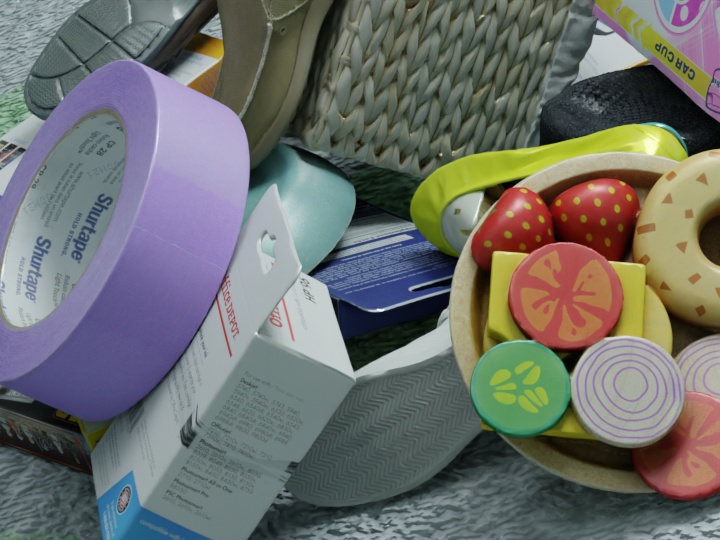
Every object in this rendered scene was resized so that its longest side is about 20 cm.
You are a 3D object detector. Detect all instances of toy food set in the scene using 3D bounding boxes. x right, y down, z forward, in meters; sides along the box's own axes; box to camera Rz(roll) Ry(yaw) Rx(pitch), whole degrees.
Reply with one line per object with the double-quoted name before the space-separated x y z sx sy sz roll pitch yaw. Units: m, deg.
"toy food set" 0.147 0.026 1.516 0.200 0.049 0.198 5 69 -1

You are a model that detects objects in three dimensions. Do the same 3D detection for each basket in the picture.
"basket" 0.040 -0.175 1.825 0.161 0.200 0.198 13 18 -24

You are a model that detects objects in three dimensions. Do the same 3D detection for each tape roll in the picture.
"tape roll" -0.146 -0.017 1.637 0.200 0.066 0.200 -40 35 37

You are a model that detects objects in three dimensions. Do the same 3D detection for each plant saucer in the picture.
"plant saucer" -0.102 -0.028 1.759 0.200 0.036 0.200 -18 29 10

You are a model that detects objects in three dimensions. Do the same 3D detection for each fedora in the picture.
"fedora" 0.171 -0.067 1.709 0.200 0.092 0.201 -17 29 9

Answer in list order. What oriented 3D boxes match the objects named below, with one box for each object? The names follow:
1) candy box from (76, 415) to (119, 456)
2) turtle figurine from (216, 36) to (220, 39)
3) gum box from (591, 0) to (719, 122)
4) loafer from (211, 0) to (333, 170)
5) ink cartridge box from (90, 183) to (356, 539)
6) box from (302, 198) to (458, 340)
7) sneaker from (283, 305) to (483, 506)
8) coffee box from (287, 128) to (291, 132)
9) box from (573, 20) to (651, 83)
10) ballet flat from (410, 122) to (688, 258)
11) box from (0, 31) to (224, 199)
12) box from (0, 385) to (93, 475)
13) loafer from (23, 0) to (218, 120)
"candy box" -0.137 0.041 1.730 0.102 0.026 0.200 -22 29 -6
"turtle figurine" -0.124 -0.072 1.922 0.150 0.101 0.200 -7 44 28
"gum box" 0.216 -0.165 1.659 0.066 0.114 0.200 3 24 -24
"loafer" -0.061 -0.153 1.739 0.200 0.067 0.076 -68 22 4
"ink cartridge box" -0.067 0.066 1.571 0.200 0.068 0.116 -56 23 18
"box" 0.000 0.000 1.745 0.121 0.032 0.200 -15 21 -30
"sneaker" 0.046 0.063 1.622 0.200 0.074 0.116 -29 7 11
"coffee box" -0.020 -0.170 2.074 0.123 0.044 0.200 5 38 41
"box" 0.204 -0.158 1.885 0.200 0.042 0.119 -21 29 -2
"ballet flat" 0.098 -0.036 1.641 0.200 0.067 0.067 -15 32 39
"box" -0.171 -0.082 1.826 0.200 0.042 0.119 -40 28 -16
"box" -0.146 0.065 1.765 0.200 0.040 0.137 13 45 46
"loafer" -0.125 -0.158 1.817 0.200 0.063 0.072 -44 54 0
